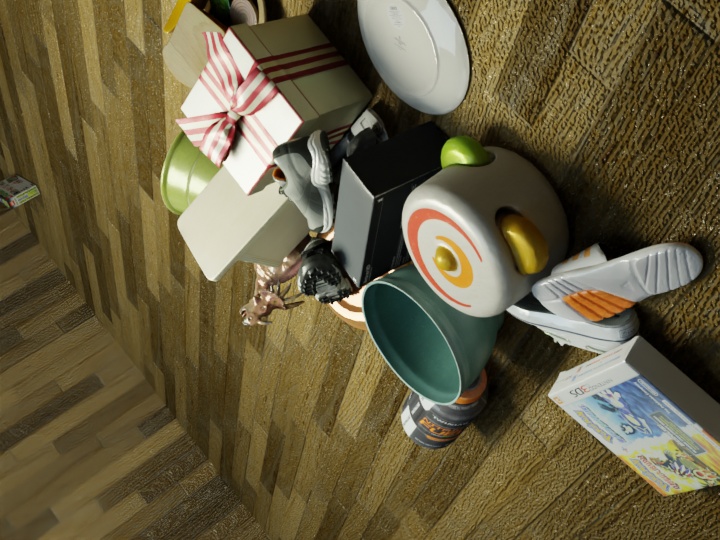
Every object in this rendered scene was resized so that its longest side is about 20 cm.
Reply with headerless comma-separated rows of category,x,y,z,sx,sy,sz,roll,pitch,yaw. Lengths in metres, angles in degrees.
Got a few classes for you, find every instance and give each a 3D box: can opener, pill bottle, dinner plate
can opener,-0.017,-0.169,1.380,0.054,0.067,0.200,56,154,1
pill bottle,0.135,0.201,1.502,0.106,0.106,0.200,49,154,14
dinner plate,0.056,-0.279,1.179,0.200,0.024,0.201,40,149,30

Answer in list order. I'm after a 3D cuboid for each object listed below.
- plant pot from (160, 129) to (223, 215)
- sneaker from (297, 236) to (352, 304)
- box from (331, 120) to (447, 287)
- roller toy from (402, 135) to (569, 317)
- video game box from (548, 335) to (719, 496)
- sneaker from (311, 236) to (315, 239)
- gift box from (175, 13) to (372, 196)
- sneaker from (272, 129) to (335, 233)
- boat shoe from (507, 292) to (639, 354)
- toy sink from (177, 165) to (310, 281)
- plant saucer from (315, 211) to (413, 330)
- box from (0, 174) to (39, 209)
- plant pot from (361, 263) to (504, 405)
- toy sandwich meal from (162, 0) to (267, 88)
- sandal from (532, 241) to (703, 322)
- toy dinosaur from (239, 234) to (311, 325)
plant pot,-0.199,-0.147,1.622,0.189,0.200,0.201,28,145,23
sneaker,-0.061,-0.009,1.403,0.200,0.066,0.091,50,-159,-76
box,0.044,-0.085,1.282,0.079,0.141,0.201,50,154,24
roller toy,0.146,-0.042,1.161,0.200,0.139,0.183,43,152,25
video game box,0.344,0.177,1.132,0.200,0.047,0.182,40,156,0
sneaker,-0.022,-0.007,1.591,0.199,0.077,0.085,24,179,30
gift box,-0.133,-0.233,1.315,0.200,0.186,0.185,47,130,11
sneaker,-0.074,-0.115,1.276,0.200,0.079,0.074,84,178,-61
boat shoe,0.250,0.064,1.178,0.199,0.073,0.067,22,140,48
toy sink,-0.158,-0.086,1.459,0.200,0.112,0.131,-46,60,20
plant saucer,0.000,0.000,1.486,0.199,0.037,0.202,12,111,34
box,-1.160,-0.265,3.208,0.200,0.110,0.035,24,140,49
plant pot,0.116,0.068,1.349,0.200,0.134,0.201,41,150,30
toy sandwich meal,-0.222,-0.364,1.420,0.204,0.070,0.207,9,103,39
sandal,0.288,0.001,1.068,0.206,0.059,0.079,-21,125,43
toy dinosaur,-0.120,-0.010,1.536,0.200,0.085,0.136,-54,47,26
